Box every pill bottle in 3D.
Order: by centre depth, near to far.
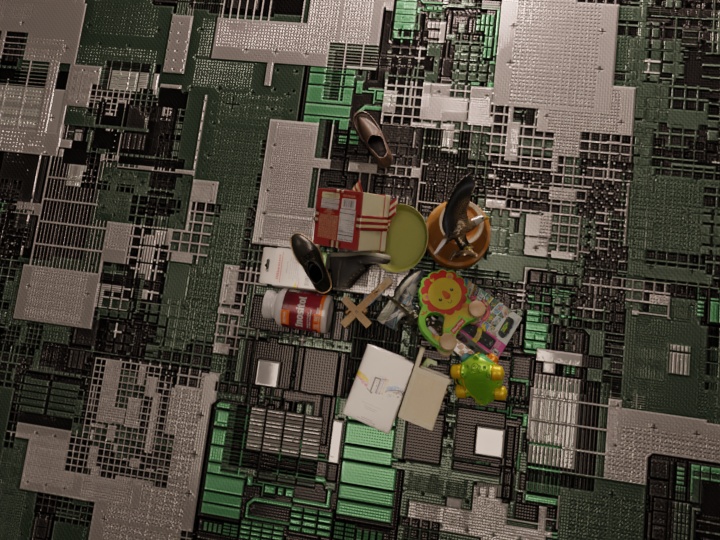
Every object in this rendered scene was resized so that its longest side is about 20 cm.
[{"bbox_3d":[-0.185,0.116,1.569,0.196,0.113,0.116,8,83,7],"label":"pill bottle"}]

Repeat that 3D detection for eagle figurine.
[{"bbox_3d":[0.257,-0.136,1.358,0.149,0.151,0.204,-20,98,-33],"label":"eagle figurine"}]

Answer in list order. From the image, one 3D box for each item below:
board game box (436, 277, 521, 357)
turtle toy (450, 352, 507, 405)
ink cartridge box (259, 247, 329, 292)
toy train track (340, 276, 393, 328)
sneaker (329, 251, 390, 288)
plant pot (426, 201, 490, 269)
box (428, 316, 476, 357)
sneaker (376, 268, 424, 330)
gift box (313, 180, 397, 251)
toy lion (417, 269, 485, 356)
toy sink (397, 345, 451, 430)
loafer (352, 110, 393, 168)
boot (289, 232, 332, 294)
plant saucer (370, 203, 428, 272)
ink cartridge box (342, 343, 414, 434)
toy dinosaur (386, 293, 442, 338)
[{"bbox_3d":[0.337,0.144,1.519,0.198,0.064,0.148,35,70,9],"label":"board game box"},{"bbox_3d":[0.333,0.299,1.459,0.143,0.102,0.203,-2,126,23],"label":"turtle toy"},{"bbox_3d":[-0.199,-0.001,1.608,0.195,0.067,0.120,7,82,6],"label":"ink cartridge box"},{"bbox_3d":[0.020,0.098,1.594,0.200,0.033,0.115,-43,74,-6],"label":"toy train track"},{"bbox_3d":[0.000,0.000,1.578,0.196,0.074,0.109,0,88,29],"label":"sneaker"},{"bbox_3d":[0.281,-0.116,1.514,0.196,0.183,0.205,-1,83,6],"label":"plant pot"},{"bbox_3d":[0.271,0.210,1.546,0.199,0.041,0.039,41,88,8],"label":"box"},{"bbox_3d":[0.134,0.086,1.569,0.086,0.078,0.201,37,95,-3],"label":"sneaker"},{"bbox_3d":[-0.010,-0.158,1.528,0.182,0.186,0.204,15,99,29],"label":"gift box"},{"bbox_3d":[0.230,0.102,1.463,0.191,0.069,0.200,40,72,17],"label":"toy lion"},{"bbox_3d":[0.189,0.328,1.494,0.110,0.130,0.204,19,84,8],"label":"toy sink"},{"bbox_3d":[0.041,-0.415,1.635,0.072,0.071,0.202,-33,81,1],"label":"loafer"},{"bbox_3d":[-0.145,-0.036,1.504,0.077,0.138,0.201,-35,77,-2],"label":"boot"},{"bbox_3d":[0.115,-0.095,1.578,0.196,0.031,0.205,-2,87,29],"label":"plant saucer"},{"bbox_3d":[0.055,0.327,1.499,0.142,0.147,0.203,21,85,8],"label":"ink cartridge box"},{"bbox_3d":[0.148,0.145,1.519,0.197,0.048,0.089,29,120,1],"label":"toy dinosaur"}]
